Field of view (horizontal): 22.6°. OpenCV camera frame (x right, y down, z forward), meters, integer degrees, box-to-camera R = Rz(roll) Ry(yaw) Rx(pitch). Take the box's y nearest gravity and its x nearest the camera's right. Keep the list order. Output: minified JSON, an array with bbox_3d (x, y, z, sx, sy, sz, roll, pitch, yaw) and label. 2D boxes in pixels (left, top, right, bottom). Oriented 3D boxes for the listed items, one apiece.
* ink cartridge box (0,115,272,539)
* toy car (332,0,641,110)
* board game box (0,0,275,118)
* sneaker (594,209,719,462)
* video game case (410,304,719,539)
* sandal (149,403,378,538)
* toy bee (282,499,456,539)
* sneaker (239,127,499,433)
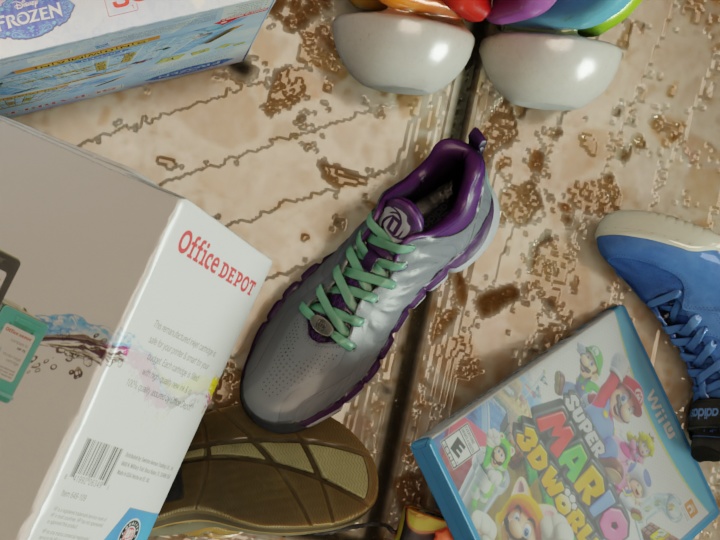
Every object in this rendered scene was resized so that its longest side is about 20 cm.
[{"bbox_3d":[-0.167,0.042,0.949,0.146,0.147,0.201,23,84,20],"label":"ink cartridge box"},{"bbox_3d":[0.078,-0.187,1.012,0.199,0.150,0.176,6,88,-9],"label":"toy car"},{"bbox_3d":[-0.152,-0.122,0.949,0.199,0.199,0.041,-15,89,-10],"label":"board game box"},{"bbox_3d":[0.211,0.053,1.066,0.199,0.077,0.112,31,75,-14],"label":"sneaker"},{"bbox_3d":[0.123,0.120,1.025,0.200,0.018,0.144,-29,94,-45],"label":"video game case"},{"bbox_3d":[-0.088,0.124,1.029,0.199,0.054,0.081,-8,60,6],"label":"sandal"},{"bbox_3d":[0.058,0.169,1.026,0.199,0.109,0.132,-5,92,-9],"label":"toy bee"},{"bbox_3d":[0.000,0.000,1.012,0.074,0.088,0.200,35,71,20],"label":"sneaker"}]
